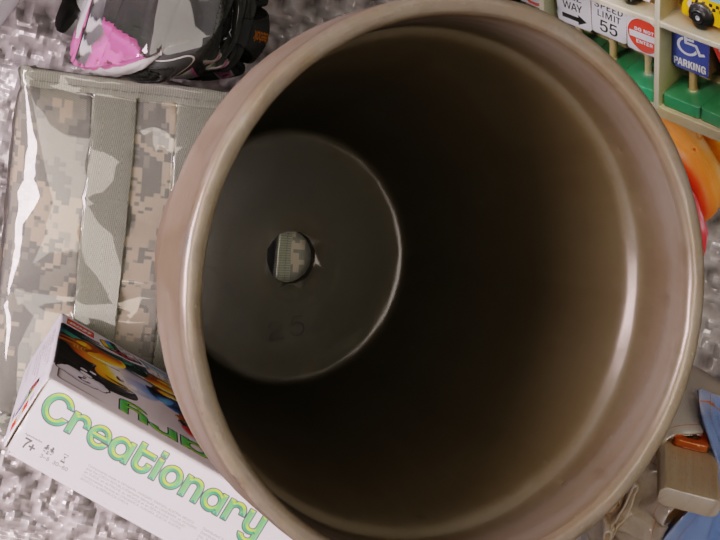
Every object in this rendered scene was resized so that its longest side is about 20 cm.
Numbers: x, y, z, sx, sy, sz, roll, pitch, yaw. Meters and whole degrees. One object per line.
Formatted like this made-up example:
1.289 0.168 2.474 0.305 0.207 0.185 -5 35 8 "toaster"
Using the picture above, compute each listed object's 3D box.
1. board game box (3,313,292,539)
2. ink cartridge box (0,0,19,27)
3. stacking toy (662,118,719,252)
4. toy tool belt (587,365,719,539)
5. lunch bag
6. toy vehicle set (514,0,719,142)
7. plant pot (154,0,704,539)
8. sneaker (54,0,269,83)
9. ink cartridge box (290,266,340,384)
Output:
-0.044 0.091 0.652 0.199 0.126 0.035 31 94 -12 "board game box"
-0.155 -0.177 0.683 0.200 0.037 0.095 -57 140 -12 "ink cartridge box"
0.164 -0.084 0.804 0.116 0.110 0.200 45 76 -6 "stacking toy"
0.200 0.111 0.781 0.199 0.123 0.125 15 94 -21 "toy tool belt"
-0.066 -0.002 0.760 0.199 0.118 0.165 6 95 -14 "lunch bag"
0.111 -0.133 0.711 0.026 0.200 0.125 -39 140 -29 "toy vehicle set"
0.000 0.000 0.626 0.199 0.173 0.201 -3 97 -24 "plant pot"
-0.075 -0.118 0.712 0.086 0.200 0.081 19 101 -18 "sneaker"
0.028 0.113 0.769 0.176 0.045 0.201 16 91 -47 "ink cartridge box"
